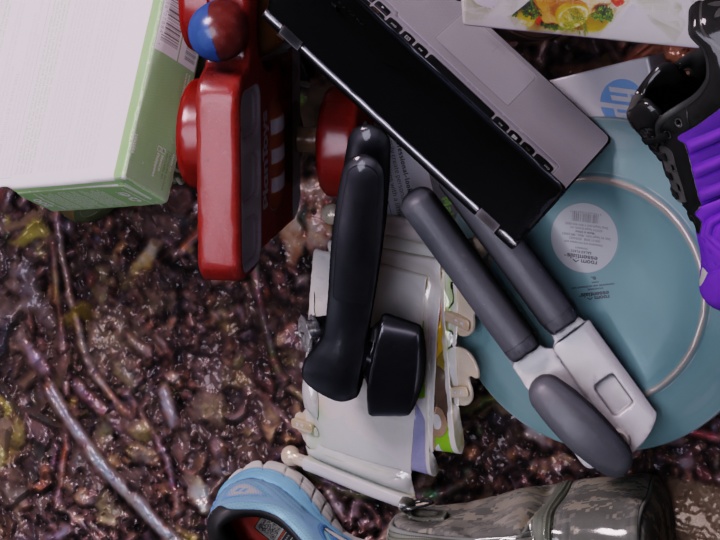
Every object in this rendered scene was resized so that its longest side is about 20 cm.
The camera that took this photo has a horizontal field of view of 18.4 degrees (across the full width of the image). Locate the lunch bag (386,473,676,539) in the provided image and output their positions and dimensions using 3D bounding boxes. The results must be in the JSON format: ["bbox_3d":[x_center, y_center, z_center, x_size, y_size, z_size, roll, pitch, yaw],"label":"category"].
[{"bbox_3d":[0.104,0.229,1.322,0.167,0.139,0.202,-5,97,16],"label":"lunch bag"}]

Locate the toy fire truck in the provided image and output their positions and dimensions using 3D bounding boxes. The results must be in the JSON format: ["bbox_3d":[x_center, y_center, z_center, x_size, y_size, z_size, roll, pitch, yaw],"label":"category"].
[{"bbox_3d":[-0.059,-0.108,1.277,0.111,0.168,0.201,4,106,10],"label":"toy fire truck"}]

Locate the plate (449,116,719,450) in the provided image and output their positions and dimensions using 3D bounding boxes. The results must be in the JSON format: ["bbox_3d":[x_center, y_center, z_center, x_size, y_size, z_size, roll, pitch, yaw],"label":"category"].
[{"bbox_3d":[0.140,0.011,1.303,0.199,0.026,0.202,5,102,23],"label":"plate"}]

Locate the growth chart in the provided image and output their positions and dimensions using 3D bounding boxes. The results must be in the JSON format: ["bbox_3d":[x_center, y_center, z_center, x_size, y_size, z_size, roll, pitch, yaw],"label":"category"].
[{"bbox_3d":[0.016,0.056,1.370,0.144,0.018,0.201,24,116,34],"label":"growth chart"}]

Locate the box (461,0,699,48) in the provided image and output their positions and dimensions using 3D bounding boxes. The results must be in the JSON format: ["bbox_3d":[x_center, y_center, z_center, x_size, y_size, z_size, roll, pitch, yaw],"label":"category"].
[{"bbox_3d":[0.155,-0.147,1.209,0.198,0.041,0.039,6,115,9],"label":"box"}]

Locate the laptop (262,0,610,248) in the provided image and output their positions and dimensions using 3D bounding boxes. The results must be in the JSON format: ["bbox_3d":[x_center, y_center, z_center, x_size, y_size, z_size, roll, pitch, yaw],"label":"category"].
[{"bbox_3d":[0.053,-0.118,1.182,0.187,0.200,0.116,43,133,2],"label":"laptop"}]

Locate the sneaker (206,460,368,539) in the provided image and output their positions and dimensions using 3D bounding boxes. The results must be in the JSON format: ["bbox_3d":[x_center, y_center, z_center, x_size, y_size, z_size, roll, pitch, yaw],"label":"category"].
[{"bbox_3d":[-0.018,0.204,1.406,0.199,0.090,0.079,32,109,12],"label":"sneaker"}]

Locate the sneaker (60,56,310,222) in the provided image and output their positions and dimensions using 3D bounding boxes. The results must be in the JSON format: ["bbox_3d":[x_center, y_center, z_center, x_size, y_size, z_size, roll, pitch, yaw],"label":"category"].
[{"bbox_3d":[-0.111,-0.085,1.414,0.090,0.067,0.200,48,110,15],"label":"sneaker"}]

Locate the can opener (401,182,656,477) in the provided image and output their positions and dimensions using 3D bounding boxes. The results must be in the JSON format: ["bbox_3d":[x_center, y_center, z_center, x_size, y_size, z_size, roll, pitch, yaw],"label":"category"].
[{"bbox_3d":[0.097,0.029,1.269,0.053,0.067,0.200,-36,93,8],"label":"can opener"}]

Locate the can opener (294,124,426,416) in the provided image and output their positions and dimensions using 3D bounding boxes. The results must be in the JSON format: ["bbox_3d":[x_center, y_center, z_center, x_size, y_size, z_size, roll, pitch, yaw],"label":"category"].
[{"bbox_3d":[0.000,0.000,1.301,0.078,0.064,0.201,-1,127,-2],"label":"can opener"}]

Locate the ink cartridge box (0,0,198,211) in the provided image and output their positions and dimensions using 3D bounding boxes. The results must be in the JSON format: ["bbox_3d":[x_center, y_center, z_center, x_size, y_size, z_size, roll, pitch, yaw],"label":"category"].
[{"bbox_3d":[-0.194,-0.111,1.396,0.199,0.048,0.147,-3,69,38],"label":"ink cartridge box"}]

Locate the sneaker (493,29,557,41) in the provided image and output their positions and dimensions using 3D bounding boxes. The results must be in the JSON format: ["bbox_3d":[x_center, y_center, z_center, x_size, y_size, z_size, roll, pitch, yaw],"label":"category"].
[{"bbox_3d":[0.056,-0.213,1.275,0.071,0.075,0.200,-49,114,-10],"label":"sneaker"}]

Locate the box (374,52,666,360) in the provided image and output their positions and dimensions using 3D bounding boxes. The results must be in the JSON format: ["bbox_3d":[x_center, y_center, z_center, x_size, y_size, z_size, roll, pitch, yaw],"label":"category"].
[{"bbox_3d":[0.104,-0.032,1.346,0.199,0.041,0.157,-12,94,23],"label":"box"}]

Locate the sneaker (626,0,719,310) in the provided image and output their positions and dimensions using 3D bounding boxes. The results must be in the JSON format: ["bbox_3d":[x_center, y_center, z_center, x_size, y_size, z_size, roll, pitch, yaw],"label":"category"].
[{"bbox_3d":[0.190,-0.068,1.198,0.099,0.070,0.201,11,130,4],"label":"sneaker"}]
